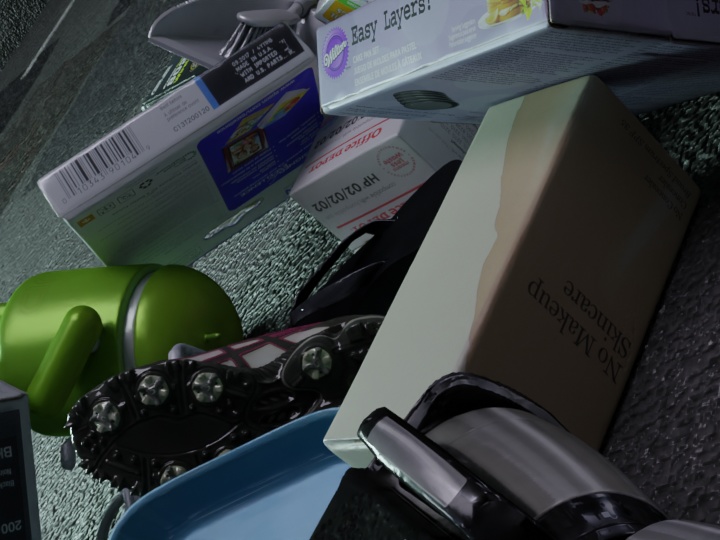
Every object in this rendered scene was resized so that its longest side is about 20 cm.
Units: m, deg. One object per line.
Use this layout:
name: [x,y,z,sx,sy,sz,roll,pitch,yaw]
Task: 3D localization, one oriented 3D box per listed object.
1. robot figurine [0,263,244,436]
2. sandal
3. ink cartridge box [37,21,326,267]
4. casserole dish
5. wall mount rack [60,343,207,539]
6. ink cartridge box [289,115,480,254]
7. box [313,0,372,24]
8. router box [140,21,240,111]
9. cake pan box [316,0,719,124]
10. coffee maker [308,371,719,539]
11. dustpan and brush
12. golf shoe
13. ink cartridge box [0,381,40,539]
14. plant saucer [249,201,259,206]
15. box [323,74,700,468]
robot figurine: [-0.169,0.055,0.937,0.198,0.175,0.117,-4,80,21]
sandal: [0.000,-0.001,0.823,0.200,0.043,0.077,-47,25,33]
ink cartridge box: [-0.112,-0.071,0.962,0.197,0.044,0.200,-34,-16,-6]
casserole dish: [-0.052,0.149,0.675,0.199,0.039,0.122,-28,48,21]
wall mount rack: [-0.117,0.150,0.812,0.200,0.074,0.175,-39,50,28]
ink cartridge box: [0.026,-0.092,0.910,0.115,0.068,0.201,-26,34,45]
box: [0.060,-0.247,0.973,0.200,0.101,0.113,-36,34,58]
router box: [-0.099,-0.218,1.213,0.149,0.062,0.201,-14,43,57]
cake pan box: [0.106,-0.112,0.667,0.184,0.198,0.053,-7,84,58]
coffee maker: [0.059,0.152,0.444,0.200,0.133,0.194,26,101,68]
dustpan and brush: [-0.062,-0.202,1.097,0.200,0.139,0.058,-31,-38,-61]
golf shoe: [-0.063,0.074,0.759,0.198,0.078,0.088,-13,7,-1]
ink cartridge box: [-0.256,0.166,0.890,0.197,0.043,0.203,9,106,58]
plant saucer: [-0.057,-0.149,1.174,0.200,0.048,0.201,-41,25,21]
box: [0.074,0.019,0.626,0.077,0.095,0.201,-12,46,52]
